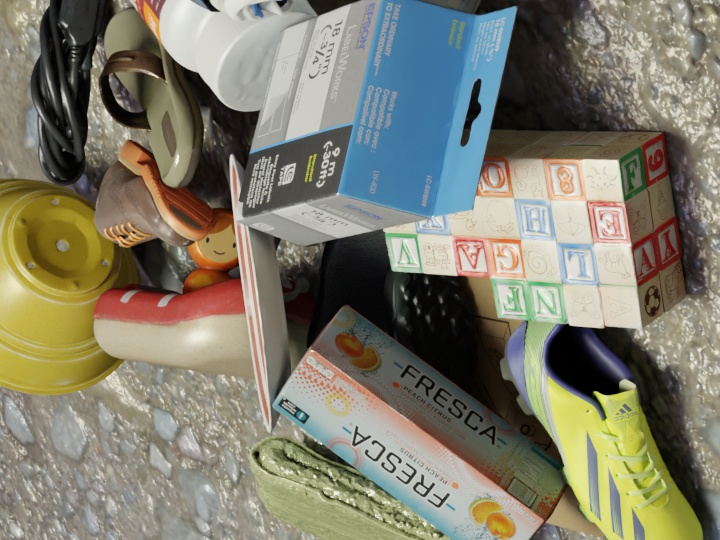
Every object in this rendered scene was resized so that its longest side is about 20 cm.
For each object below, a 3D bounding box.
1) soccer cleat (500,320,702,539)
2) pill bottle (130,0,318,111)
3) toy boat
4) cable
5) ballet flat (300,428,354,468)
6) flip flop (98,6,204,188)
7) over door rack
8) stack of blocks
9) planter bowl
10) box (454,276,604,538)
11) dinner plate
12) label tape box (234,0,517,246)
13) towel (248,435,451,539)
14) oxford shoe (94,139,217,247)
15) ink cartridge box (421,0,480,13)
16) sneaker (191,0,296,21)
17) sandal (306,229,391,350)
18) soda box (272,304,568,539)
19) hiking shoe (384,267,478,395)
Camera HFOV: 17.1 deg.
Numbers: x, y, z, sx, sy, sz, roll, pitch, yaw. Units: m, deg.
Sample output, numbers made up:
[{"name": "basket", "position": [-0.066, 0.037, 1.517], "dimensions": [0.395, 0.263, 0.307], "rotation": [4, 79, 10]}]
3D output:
[{"name": "soccer cleat", "position": [0.171, 0.114, 1.616], "dimensions": [0.200, 0.065, 0.084], "rotation": [55, 143, 0]}, {"name": "pill bottle", "position": [-0.112, -0.213, 1.728], "dimensions": [0.200, 0.109, 0.110], "rotation": [54, 144, 33]}, {"name": "toy boat", "position": [-0.118, 0.015, 1.907], "dimensions": [0.200, 0.130, 0.131], "rotation": [4, 84, 50]}, {"name": "cable", "position": [-0.231, -0.162, 1.889], "dimensions": [0.163, 0.051, 0.201], "rotation": [124, 153, -75]}, {"name": "ballet flat", "position": [-0.008, 0.123, 1.796], "dimensions": [0.072, 0.072, 0.200], "rotation": [49, 176, 20]}, {"name": "flip flop", "position": [-0.172, -0.137, 1.864], "dimensions": [0.200, 0.057, 0.081], "rotation": [-113, 31, -44]}, {"name": "over door rack", "position": [-0.066, -0.099, 1.810], "dimensions": [0.200, 0.066, 0.148], "rotation": [61, 146, 30]}, {"name": "stack of blocks", "position": [0.110, -0.030, 1.594], "dimensions": [0.199, 0.059, 0.116], "rotation": [4, 113, 38]}, {"name": "planter bowl", "position": [-0.258, -0.005, 1.977], "dimensions": [0.201, 0.200, 0.083], "rotation": [58, 143, 9]}, {"name": "box", "position": [0.108, 0.084, 1.727], "dimensions": [0.163, 0.021, 0.201], "rotation": [11, 118, 48]}, {"name": "dinner plate", "position": [-0.070, 0.015, 1.715], "dimensions": [0.200, 0.024, 0.201], "rotation": [171, 90, -85]}, {"name": "label tape box", "position": [0.006, -0.102, 1.568], "dimensions": [0.200, 0.063, 0.145], "rotation": [-11, 62, 56]}, {"name": "towel", "position": [0.013, 0.188, 1.797], "dimensions": [0.199, 0.037, 0.148], "rotation": [22, 161, 11]}, {"name": "oxford shoe", "position": [-0.166, -0.043, 1.889], "dimensions": [0.071, 0.073, 0.200], "rotation": [37, -177, -19]}, {"name": "ink cartridge box", "position": [-0.032, -0.228, 1.586], "dimensions": [0.160, 0.200, 0.047], "rotation": [28, 95, 40]}, {"name": "sneaker", "position": [-0.115, -0.215, 1.624], "dimensions": [0.146, 0.081, 0.200], "rotation": [39, 171, -18]}, {"name": "sandal", "position": [-0.001, 0.000, 1.742], "dimensions": [0.200, 0.076, 0.043], "rotation": [114, 150, -44]}, {"name": "soda box", "position": [0.043, 0.116, 1.650], "dimensions": [0.200, 0.064, 0.068], "rotation": [37, 129, 2]}, {"name": "hiking shoe", "position": [0.041, 0.084, 1.728], "dimensions": [0.087, 0.074, 0.201], "rotation": [6, 115, 49]}]
